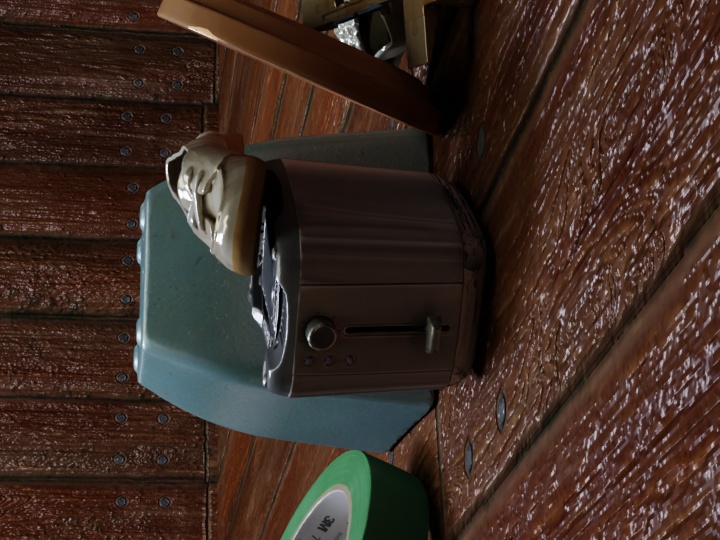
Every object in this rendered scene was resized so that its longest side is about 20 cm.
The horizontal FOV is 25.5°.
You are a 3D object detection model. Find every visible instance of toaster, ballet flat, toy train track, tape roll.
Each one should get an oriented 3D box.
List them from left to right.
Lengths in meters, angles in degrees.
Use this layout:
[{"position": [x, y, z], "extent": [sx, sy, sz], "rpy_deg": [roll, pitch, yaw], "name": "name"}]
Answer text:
[{"position": [-0.022, 0.224, 1.083], "extent": [0.201, 0.048, 0.201], "rpy_deg": [-59, 14, 25], "name": "tape roll"}, {"position": [0.000, 0.000, 0.969], "extent": [0.200, 0.128, 0.115], "rpy_deg": [-111, 25, -67], "name": "toaster"}, {"position": [0.021, -0.197, 1.115], "extent": [0.200, 0.071, 0.073], "rpy_deg": [99, 170, -71], "name": "ballet flat"}, {"position": [0.022, -0.182, 1.018], "extent": [0.199, 0.032, 0.116], "rpy_deg": [-5, 88, 59], "name": "toy train track"}]

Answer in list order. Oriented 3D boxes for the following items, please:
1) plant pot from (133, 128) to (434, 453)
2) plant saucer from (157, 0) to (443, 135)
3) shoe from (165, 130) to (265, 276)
[{"position": [-0.063, 0.017, 1.146], "extent": [0.196, 0.198, 0.199], "rpy_deg": [118, 153, -71], "name": "plant pot"}, {"position": [-0.036, -0.141, 1.044], "extent": [0.200, 0.199, 0.033], "rpy_deg": [-132, 66, -77], "name": "plant saucer"}, {"position": [-0.090, -0.043, 0.965], "extent": [0.200, 0.053, 0.071], "rpy_deg": [-121, 34, -74], "name": "shoe"}]
